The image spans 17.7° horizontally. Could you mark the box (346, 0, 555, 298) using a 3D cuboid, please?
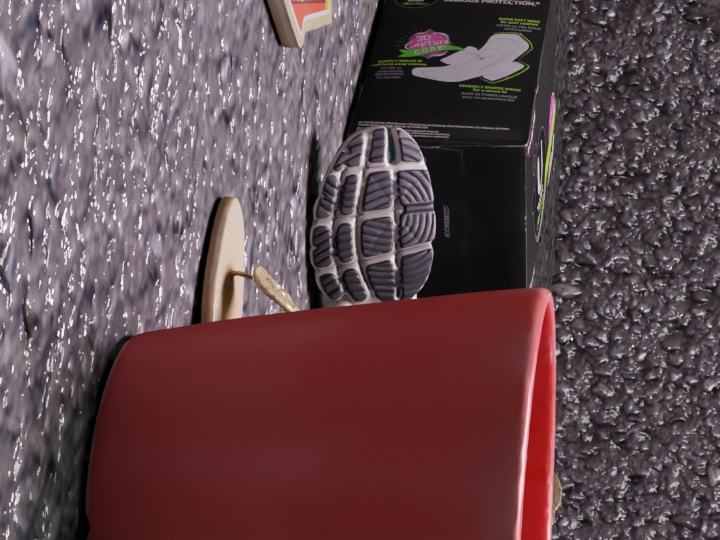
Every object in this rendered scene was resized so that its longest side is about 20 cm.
[{"bbox_3d":[0.068,-0.090,1.617,0.200,0.124,0.149,-75,166,-50],"label":"box"}]

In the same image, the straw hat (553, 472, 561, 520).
[{"bbox_3d":[0.045,0.191,1.653,0.085,0.201,0.201,46,25,-14],"label":"straw hat"}]

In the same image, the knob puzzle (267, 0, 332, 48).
[{"bbox_3d":[-0.026,-0.221,1.266,0.220,0.030,0.220,3,90,-81],"label":"knob puzzle"}]

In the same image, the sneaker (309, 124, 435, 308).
[{"bbox_3d":[0.000,0.000,1.439,0.080,0.077,0.200,-113,-156,-62],"label":"sneaker"}]

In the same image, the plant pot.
[{"bbox_3d":[-0.012,0.101,0.966,0.200,0.177,0.200,2,90,-81],"label":"plant pot"}]

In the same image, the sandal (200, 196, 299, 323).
[{"bbox_3d":[-0.043,0.065,1.108,0.078,0.070,0.212,77,17,-60],"label":"sandal"}]
